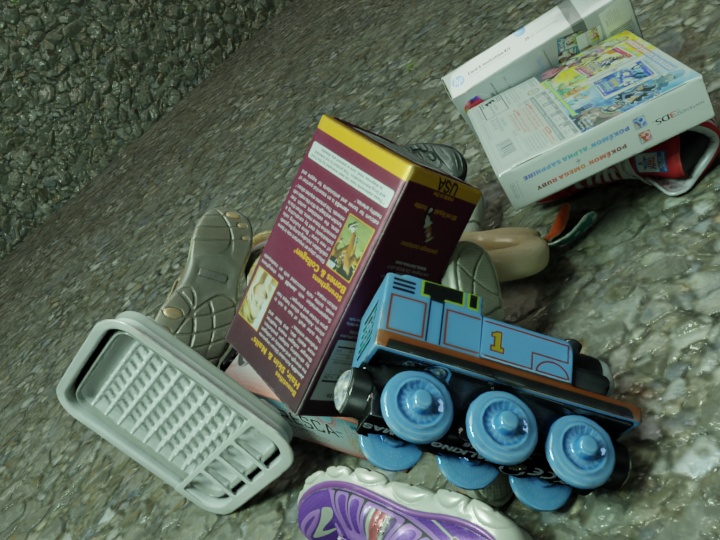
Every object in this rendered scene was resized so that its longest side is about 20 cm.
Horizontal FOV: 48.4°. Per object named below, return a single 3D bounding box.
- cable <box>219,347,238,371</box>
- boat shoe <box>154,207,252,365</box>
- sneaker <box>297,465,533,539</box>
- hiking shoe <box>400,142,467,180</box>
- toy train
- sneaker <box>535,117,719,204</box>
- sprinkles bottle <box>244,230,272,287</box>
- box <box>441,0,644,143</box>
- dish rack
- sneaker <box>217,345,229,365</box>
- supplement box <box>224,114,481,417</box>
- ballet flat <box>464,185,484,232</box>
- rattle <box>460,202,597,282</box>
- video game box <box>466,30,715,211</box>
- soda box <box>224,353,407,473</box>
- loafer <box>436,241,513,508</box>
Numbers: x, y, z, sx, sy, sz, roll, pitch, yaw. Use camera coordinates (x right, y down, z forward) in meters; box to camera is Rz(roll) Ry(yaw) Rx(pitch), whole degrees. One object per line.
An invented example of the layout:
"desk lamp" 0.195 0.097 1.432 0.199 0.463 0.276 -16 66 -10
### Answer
"cable" -0.096 0.120 0.861 0.163 0.051 0.200 -8 35 38
"boat shoe" -0.159 0.036 0.803 0.072 0.076 0.201 134 158 -67
"sneaker" 0.019 0.190 0.552 0.200 0.081 0.084 -5 46 47
"hiking shoe" 0.066 -0.093 0.913 0.100 0.076 0.200 -9 -9 -35
"toy train" 0.084 0.080 0.524 0.087 0.199 0.115 116 168 -57
"sneaker" 0.240 -0.103 0.763 0.200 0.071 0.113 -25 25 20
"sprinkles bottle" -0.085 0.009 0.823 0.068 0.068 0.200 -38 17 0
"box" 0.211 -0.205 0.875 0.200 0.156 0.041 -31 51 16
"dish rack" -0.161 0.124 0.713 0.172 0.200 0.044 -45 11 42
"sneaker" -0.209 0.128 0.885 0.200 0.078 0.085 -56 12 45
"supplement box" -0.010 0.000 0.616 0.110 0.086 0.200 37 108 42
"ballet flat" 0.080 0.001 0.819 0.200 0.069 0.069 -49 27 -14
"rattle" 0.137 0.020 0.744 0.200 0.143 0.130 -11 -3 -42
"video game box" 0.202 -0.148 0.752 0.182 0.047 0.200 -28 24 13
"soda box" -0.031 0.112 0.715 0.200 0.064 0.068 8 49 39
"loafer" 0.077 0.080 0.612 0.063 0.072 0.201 -25 60 48
